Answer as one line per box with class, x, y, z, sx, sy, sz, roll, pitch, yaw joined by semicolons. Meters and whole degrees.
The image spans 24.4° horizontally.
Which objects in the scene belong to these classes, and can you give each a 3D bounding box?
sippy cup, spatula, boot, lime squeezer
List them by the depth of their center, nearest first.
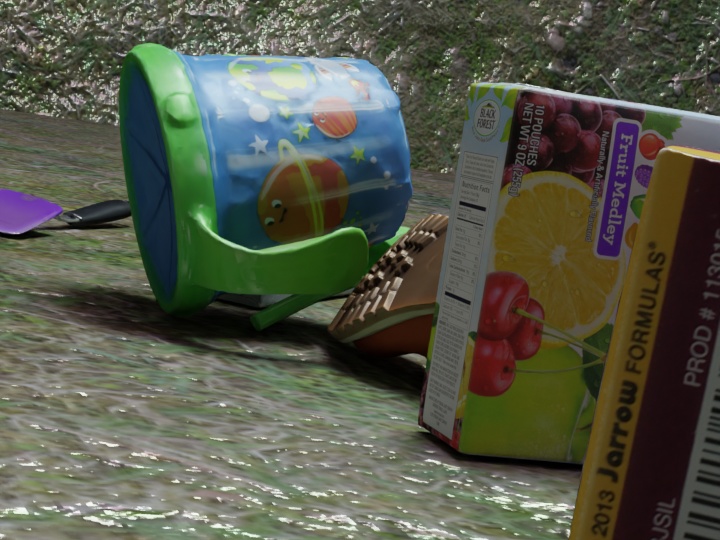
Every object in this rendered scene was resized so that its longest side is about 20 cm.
boot;0.062;0.027;0.780;0.107;0.075;0.200;45;-26;-18
sippy cup;-0.047;-0.054;0.859;0.130;0.178;0.140;-10;-19;-18
lime squeezer;0.000;0.000;0.928;0.070;0.038;0.200;-15;0;17
spatula;-0.209;-0.041;1.162;0.056;0.021;0.200;18;7;19

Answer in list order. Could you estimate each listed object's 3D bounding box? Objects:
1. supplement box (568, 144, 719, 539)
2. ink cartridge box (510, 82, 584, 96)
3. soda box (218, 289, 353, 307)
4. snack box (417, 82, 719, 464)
supplement box;0.125;0.035;0.493;0.103;0.131;0.200;12;7;10
ink cartridge box;0.111;-0.035;1.013;0.087;0.146;0.200;11;5;3
soda box;-0.042;-0.021;1.024;0.063;0.069;0.200;12;7;21
snack box;0.133;0.008;0.672;0.199;0.143;0.053;7;6;-19
